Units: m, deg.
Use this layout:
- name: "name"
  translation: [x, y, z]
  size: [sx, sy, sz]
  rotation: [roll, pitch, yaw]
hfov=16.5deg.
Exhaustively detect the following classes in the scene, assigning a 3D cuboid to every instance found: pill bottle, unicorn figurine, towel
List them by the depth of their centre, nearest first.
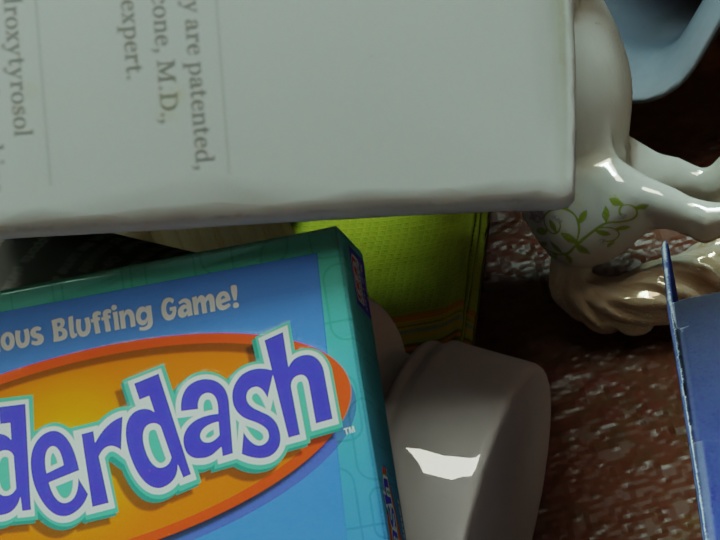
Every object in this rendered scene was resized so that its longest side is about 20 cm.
- name: "pill bottle"
  translation: [-0.054, 0.052, 0.711]
  size: [0.199, 0.114, 0.114]
  rotation: [13, 42, 15]
- name: "unicorn figurine"
  translation: [0.071, -0.073, 0.807]
  size: [0.137, 0.201, 0.074]
  rotation: [-15, -11, 24]
- name: "towel"
  translation: [0.000, 0.000, 0.865]
  size: [0.086, 0.018, 0.200]
  rotation: [-6, 36, 13]

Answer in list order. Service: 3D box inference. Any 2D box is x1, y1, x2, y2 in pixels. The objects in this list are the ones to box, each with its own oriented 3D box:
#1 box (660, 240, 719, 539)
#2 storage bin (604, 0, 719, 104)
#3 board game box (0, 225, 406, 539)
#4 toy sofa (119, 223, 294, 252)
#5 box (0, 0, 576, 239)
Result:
- name: "box"
  translation: [0.104, 0.091, 0.610]
  size: [0.032, 0.122, 0.200]
  rotation: [-11, 36, 8]
- name: "storage bin"
  translation: [0.084, -0.176, 0.916]
  size: [0.200, 0.146, 0.134]
  rotation: [35, 27, 14]
- name: "board game box"
  translation: [-0.059, 0.102, 0.620]
  size: [0.151, 0.045, 0.201]
  rotation: [-11, 79, 7]
- name: "toy sofa"
  translation: [-0.056, -0.077, 0.919]
  size: [0.097, 0.083, 0.200]
  rotation: [-11, 29, 21]
- name: "box"
  translation: [-0.031, -0.116, 0.686]
  size: [0.170, 0.201, 0.199]
  rotation: [-4, 5, 3]
